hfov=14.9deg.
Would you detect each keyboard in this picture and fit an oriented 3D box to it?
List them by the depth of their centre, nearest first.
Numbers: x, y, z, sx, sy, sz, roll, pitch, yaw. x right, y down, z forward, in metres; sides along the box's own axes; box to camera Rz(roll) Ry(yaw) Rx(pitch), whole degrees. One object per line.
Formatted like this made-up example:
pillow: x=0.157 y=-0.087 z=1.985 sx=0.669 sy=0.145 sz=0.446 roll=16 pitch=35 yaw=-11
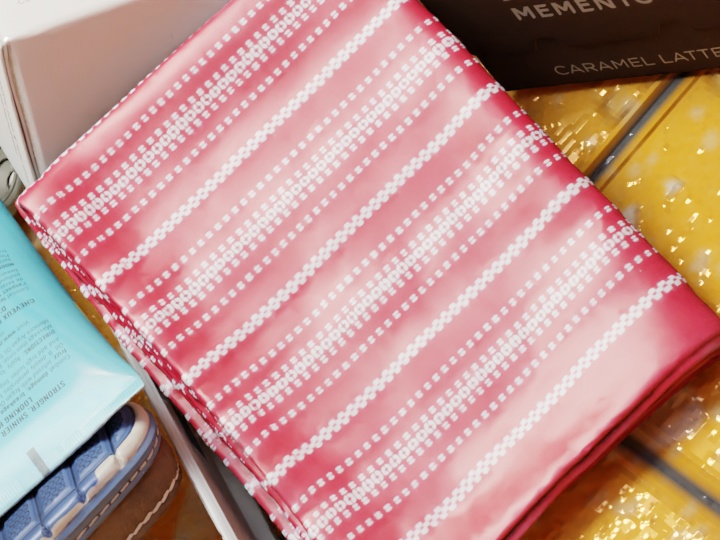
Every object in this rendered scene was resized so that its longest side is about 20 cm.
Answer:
keyboard: x=-0.053 y=0.056 z=0.884 sx=0.011 sy=0.056 sz=0.200 roll=-38 pitch=46 yaw=5

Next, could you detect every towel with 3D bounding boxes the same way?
towel: x=0.000 y=0.000 z=0.855 sx=0.145 sy=0.022 sz=0.200 roll=-42 pitch=70 yaw=-1

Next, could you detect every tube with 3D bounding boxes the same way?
tube: x=-0.127 y=0.016 z=0.909 sx=0.077 sy=0.050 sz=0.200 roll=-46 pitch=32 yaw=5

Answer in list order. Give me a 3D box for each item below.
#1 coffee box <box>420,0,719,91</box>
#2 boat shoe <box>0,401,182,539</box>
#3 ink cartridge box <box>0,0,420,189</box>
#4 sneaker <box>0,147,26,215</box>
coffee box: x=0.097 y=-0.168 z=0.918 sx=0.114 sy=0.080 sz=0.200 roll=-6 pitch=57 yaw=32
boat shoe: x=-0.116 y=0.127 z=0.864 sx=0.200 sy=0.072 sz=0.072 roll=-47 pitch=20 yaw=12
ink cartridge box: x=-0.086 y=-0.125 z=0.982 sx=0.146 sy=0.083 sz=0.200 roll=-22 pitch=43 yaw=-14
sneaker: x=-0.202 y=-0.067 z=1.076 sx=0.200 sy=0.106 sz=0.075 roll=42 pitch=66 yaw=17
